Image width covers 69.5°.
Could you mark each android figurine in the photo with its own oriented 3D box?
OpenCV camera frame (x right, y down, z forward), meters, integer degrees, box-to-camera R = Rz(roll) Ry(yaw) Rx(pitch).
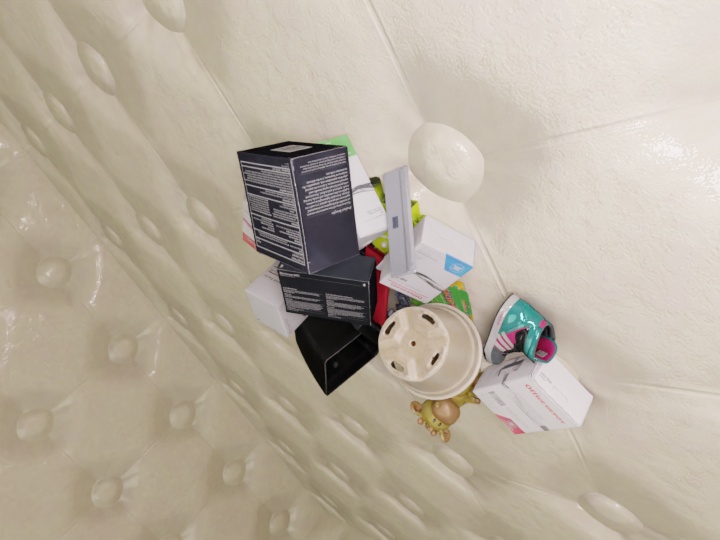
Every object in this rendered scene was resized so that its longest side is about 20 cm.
[{"bbox_3d":[0.067,-0.092,1.057,0.181,0.041,0.201,20,140,33],"label":"android figurine"}]

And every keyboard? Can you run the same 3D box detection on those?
[{"bbox_3d":[0.071,-0.089,0.946,0.056,0.011,0.202,-16,72,45],"label":"keyboard"}]

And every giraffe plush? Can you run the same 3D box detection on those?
[{"bbox_3d":[0.206,0.311,1.256,0.172,0.162,0.201,30,146,20],"label":"giraffe plush"}]

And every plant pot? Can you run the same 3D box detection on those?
[{"bbox_3d":[0.124,0.150,1.008,0.200,0.202,0.183,28,179,24],"label":"plant pot"},{"bbox_3d":[-0.076,0.180,1.410,0.177,0.200,0.200,40,151,26],"label":"plant pot"}]

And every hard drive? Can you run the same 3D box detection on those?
[{"bbox_3d":[-0.025,0.091,1.273,0.200,0.033,0.140,48,-178,34],"label":"hard drive"}]

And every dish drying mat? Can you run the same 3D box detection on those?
[{"bbox_3d":[0.036,0.037,1.170,0.077,0.018,0.201,37,141,34],"label":"dish drying mat"}]

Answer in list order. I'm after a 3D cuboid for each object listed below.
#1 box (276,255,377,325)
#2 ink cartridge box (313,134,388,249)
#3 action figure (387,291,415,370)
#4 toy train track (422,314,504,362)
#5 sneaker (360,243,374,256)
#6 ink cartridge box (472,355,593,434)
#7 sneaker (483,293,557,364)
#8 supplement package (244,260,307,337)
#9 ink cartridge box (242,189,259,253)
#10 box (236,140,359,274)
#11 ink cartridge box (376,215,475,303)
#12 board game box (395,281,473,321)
[{"bbox_3d":[-0.067,0.033,1.122,0.198,0.079,0.142,8,139,11],"label":"box"},{"bbox_3d":[-0.043,-0.139,1.027,0.201,0.084,0.146,63,148,5],"label":"ink cartridge box"},{"bbox_3d":[0.098,0.146,1.200,0.194,0.104,0.201,53,173,48],"label":"action figure"},{"bbox_3d":[0.231,0.144,1.154,0.199,0.033,0.115,28,157,10],"label":"toy train track"},{"bbox_3d":[0.000,0.000,1.206,0.115,0.076,0.201,-7,121,54],"label":"sneaker"},{"bbox_3d":[0.359,0.261,1.099,0.146,0.085,0.200,45,151,-3],"label":"ink cartridge box"},{"bbox_3d":[0.318,0.145,1.016,0.121,0.083,0.201,37,148,29],"label":"sneaker"},{"bbox_3d":[-0.179,0.048,1.349,0.119,0.200,0.122,24,145,28],"label":"supplement package"},{"bbox_3d":[-0.220,-0.144,1.246,0.067,0.117,0.200,37,149,11],"label":"ink cartridge box"},{"bbox_3d":[-0.113,-0.123,0.945,0.199,0.123,0.200,21,124,49],"label":"box"},{"bbox_3d":[0.117,-0.006,1.009,0.115,0.067,0.200,24,142,-16],"label":"ink cartridge box"},{"bbox_3d":[0.157,0.048,1.132,0.199,0.030,0.096,19,143,39],"label":"board game box"}]
